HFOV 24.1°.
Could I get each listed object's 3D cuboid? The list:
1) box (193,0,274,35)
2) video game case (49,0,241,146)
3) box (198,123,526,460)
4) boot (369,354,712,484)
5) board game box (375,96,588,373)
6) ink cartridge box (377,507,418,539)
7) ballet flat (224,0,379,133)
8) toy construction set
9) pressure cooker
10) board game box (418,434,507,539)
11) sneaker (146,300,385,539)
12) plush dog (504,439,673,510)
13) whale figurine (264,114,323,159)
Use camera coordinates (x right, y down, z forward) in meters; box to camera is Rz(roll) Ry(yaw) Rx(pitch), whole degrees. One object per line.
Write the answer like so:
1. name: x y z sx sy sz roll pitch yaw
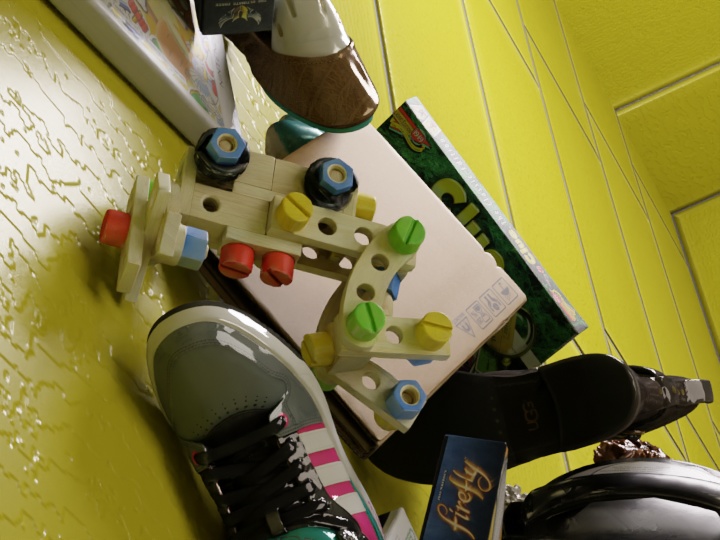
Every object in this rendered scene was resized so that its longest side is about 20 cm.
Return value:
1. box: -0.087 -0.270 1.034 0.158 0.051 0.201 100 -19 -55
2. video game case: -0.136 -0.181 1.005 0.200 0.023 0.183 45 26 -52
3. box: 0.000 0.000 0.990 0.164 0.021 0.200 48 38 3
4. boot: 0.117 0.097 1.088 0.174 0.199 0.070 14 68 -68
5. board game box: 0.060 -0.010 1.174 0.200 0.105 0.023 53 29 10
6. ink cartridge box: 0.044 0.244 0.959 0.201 0.039 0.099 63 16 -6
7. ballet flat: -0.043 -0.156 1.088 0.200 0.067 0.073 -126 -151 -57
8. toy construction set: -0.046 -0.003 0.872 0.199 0.092 0.132 23 57 -27
9. pressure cooker: 0.174 0.208 1.011 0.178 0.175 0.201 36 -41 50
10. board game box: 0.037 0.199 0.818 0.201 0.034 0.136 -71 166 -49
11. sneaker: -0.039 0.118 0.796 0.201 0.083 0.121 59 8 -29
12. plush dog: 0.176 0.212 1.190 0.201 0.171 0.160 65 15 0
13. whale figurine: 0.012 -0.021 1.107 0.201 0.103 0.159 62 11 -5
